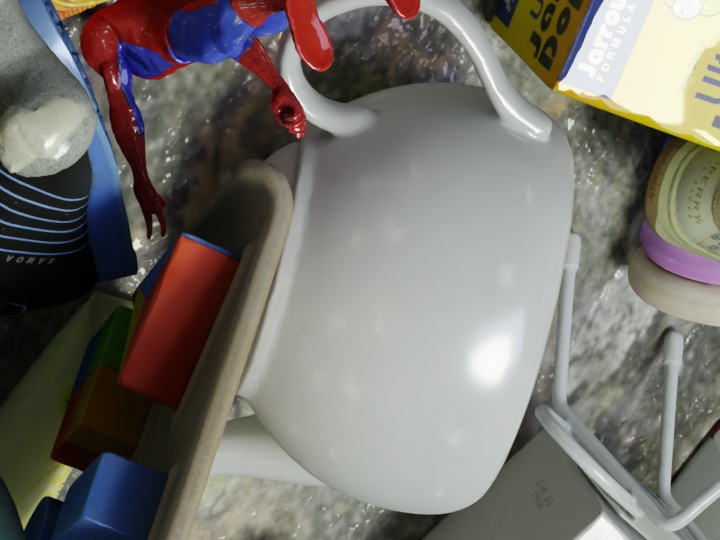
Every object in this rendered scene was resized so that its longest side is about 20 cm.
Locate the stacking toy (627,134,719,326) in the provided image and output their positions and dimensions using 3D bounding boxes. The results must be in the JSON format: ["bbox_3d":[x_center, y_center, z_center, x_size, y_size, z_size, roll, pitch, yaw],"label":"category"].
[{"bbox_3d":[0.187,-0.078,1.324,0.085,0.085,0.201,-8,116,-37],"label":"stacking toy"}]

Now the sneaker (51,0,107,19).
[{"bbox_3d":[-0.089,-0.141,1.041,0.200,0.077,0.073,-37,136,-6],"label":"sneaker"}]

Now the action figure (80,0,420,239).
[{"bbox_3d":[-0.045,-0.069,1.035,0.065,0.200,0.100,-30,107,-27],"label":"action figure"}]

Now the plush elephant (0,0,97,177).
[{"bbox_3d":[-0.210,-0.086,0.919,0.154,0.164,0.201,-25,100,-42],"label":"plush elephant"}]

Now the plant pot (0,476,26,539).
[{"bbox_3d":[-0.234,0.112,0.991,0.196,0.200,0.196,-52,137,-2],"label":"plant pot"}]

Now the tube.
[{"bbox_3d":[-0.154,0.096,1.156,0.052,0.058,0.201,31,92,-28],"label":"tube"}]

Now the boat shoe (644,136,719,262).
[{"bbox_3d":[0.220,-0.013,1.285,0.199,0.063,0.074,12,98,-39],"label":"boat shoe"}]

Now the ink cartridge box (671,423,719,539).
[{"bbox_3d":[0.213,0.181,1.499,0.200,0.083,0.146,-50,135,-3],"label":"ink cartridge box"}]

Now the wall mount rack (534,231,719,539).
[{"bbox_3d":[0.148,0.080,1.325,0.075,0.174,0.200,-43,137,5],"label":"wall mount rack"}]

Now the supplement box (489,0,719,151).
[{"bbox_3d":[0.177,-0.113,1.212,0.199,0.110,0.109,17,105,-18],"label":"supplement box"}]

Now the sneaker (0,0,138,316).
[{"bbox_3d":[-0.136,-0.041,1.040,0.077,0.070,0.200,-21,150,-9],"label":"sneaker"}]

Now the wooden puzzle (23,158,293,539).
[{"bbox_3d":[-0.091,0.072,1.039,0.046,0.185,0.201,18,66,-14],"label":"wooden puzzle"}]

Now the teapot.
[{"bbox_3d":[0.000,0.000,1.160,0.145,0.197,0.201,15,76,-7],"label":"teapot"}]

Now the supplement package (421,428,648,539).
[{"bbox_3d":[0.126,0.199,1.340,0.120,0.121,0.200,-42,108,6],"label":"supplement package"}]
